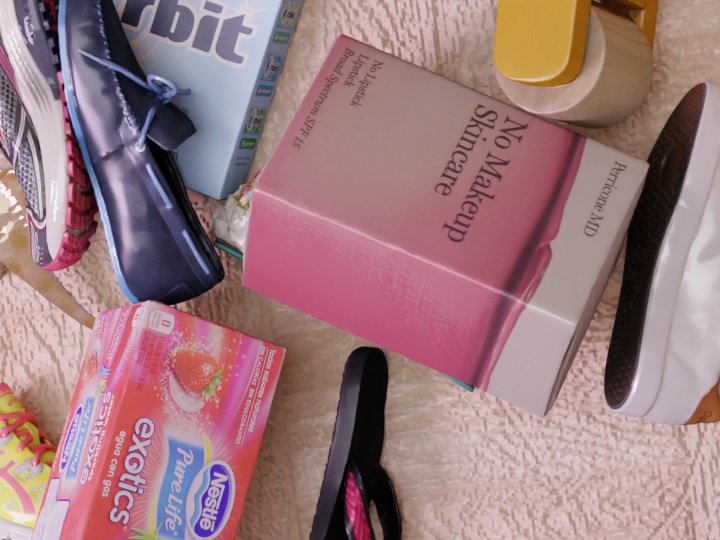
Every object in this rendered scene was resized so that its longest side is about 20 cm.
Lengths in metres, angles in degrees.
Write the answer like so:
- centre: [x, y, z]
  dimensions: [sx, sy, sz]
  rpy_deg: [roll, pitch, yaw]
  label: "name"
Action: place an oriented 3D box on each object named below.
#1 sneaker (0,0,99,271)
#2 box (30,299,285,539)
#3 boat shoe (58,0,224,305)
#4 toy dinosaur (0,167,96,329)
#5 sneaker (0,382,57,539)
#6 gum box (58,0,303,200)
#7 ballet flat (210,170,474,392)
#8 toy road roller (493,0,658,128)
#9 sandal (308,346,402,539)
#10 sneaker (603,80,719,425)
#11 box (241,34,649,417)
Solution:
- centre: [-0.207, -0.097, 1.459]
  dimensions: [0.074, 0.081, 0.201]
  rpy_deg: [-13, 87, 7]
  label: "sneaker"
- centre: [-0.129, 0.129, 1.439]
  dimensions: [0.094, 0.103, 0.201]
  rpy_deg: [20, 76, -22]
  label: "box"
- centre: [-0.128, -0.080, 1.450]
  dimensions: [0.068, 0.084, 0.201]
  rpy_deg: [-12, 106, 13]
  label: "boat shoe"
- centre: [-0.227, -0.020, 1.514]
  dimensions: [0.101, 0.058, 0.201]
  rpy_deg: [-22, 103, 32]
  label: "toy dinosaur"
- centre: [-0.224, 0.120, 1.522]
  dimensions: [0.199, 0.078, 0.091]
  rpy_deg: [16, 94, 16]
  label: "sneaker"
- centre: [-0.126, -0.166, 1.500]
  dimensions: [0.169, 0.045, 0.201]
  rpy_deg: [20, 98, 15]
  label: "gum box"
- centre: [0.000, 0.000, 1.456]
  dimensions: [0.199, 0.076, 0.064]
  rpy_deg: [30, 91, 11]
  label: "ballet flat"
- centre: [0.094, -0.187, 1.400]
  dimensions: [0.145, 0.123, 0.201]
  rpy_deg: [3, 88, 28]
  label: "toy road roller"
- centre: [0.001, 0.148, 1.459]
  dimensions: [0.045, 0.075, 0.201]
  rpy_deg: [10, 92, 16]
  label: "sandal"
- centre: [0.203, -0.007, 1.409]
  dimensions: [0.084, 0.073, 0.201]
  rpy_deg: [13, 89, -15]
  label: "sneaker"
- centre: [0.047, -0.026, 1.383]
  dimensions: [0.199, 0.109, 0.128]
  rpy_deg: [23, 58, 7]
  label: "box"
